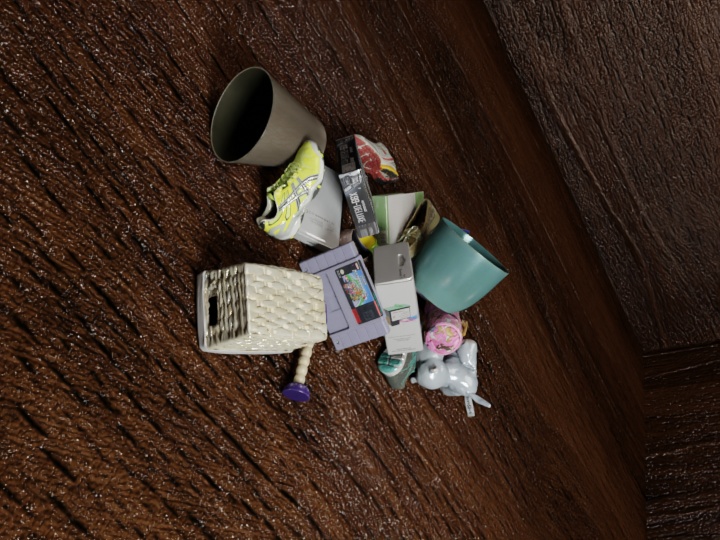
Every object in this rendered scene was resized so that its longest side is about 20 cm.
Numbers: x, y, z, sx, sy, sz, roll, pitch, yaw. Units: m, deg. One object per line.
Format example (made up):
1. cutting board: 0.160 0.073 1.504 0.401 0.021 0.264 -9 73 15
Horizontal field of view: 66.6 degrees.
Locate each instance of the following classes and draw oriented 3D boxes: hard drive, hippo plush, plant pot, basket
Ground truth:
1. hard drive: -0.098 -0.146 1.186 0.131 0.027 0.201 24 56 -34
2. hippo plush: 0.196 0.257 1.355 0.160 0.159 0.201 10 56 -22
3. plant pot: 0.217 0.001 1.285 0.200 0.161 0.201 37 14 -11
4. basket: -0.166 -0.276 1.073 0.136 0.181 0.200 37 16 26
5. basket: -0.162 0.066 0.937 0.199 0.123 0.137 12 66 -51

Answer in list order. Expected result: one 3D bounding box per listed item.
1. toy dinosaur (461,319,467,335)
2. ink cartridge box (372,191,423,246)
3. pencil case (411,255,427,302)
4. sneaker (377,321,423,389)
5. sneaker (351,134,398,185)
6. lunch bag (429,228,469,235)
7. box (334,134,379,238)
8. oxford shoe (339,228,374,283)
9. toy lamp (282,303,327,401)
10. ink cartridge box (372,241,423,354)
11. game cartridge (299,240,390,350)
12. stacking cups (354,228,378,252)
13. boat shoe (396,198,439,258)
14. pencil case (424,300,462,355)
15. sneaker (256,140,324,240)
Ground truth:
1. toy dinosaur: 0.263 0.198 1.524 0.106 0.060 0.200 -48 111 -24
2. ink cartridge box: 0.102 -0.127 1.412 0.200 0.048 0.147 -19 108 -56
3. pencil case: 0.170 0.028 1.431 0.200 0.091 0.083 40 82 -34
4. sneaker: 0.101 0.198 1.294 0.200 0.077 0.092 -51 132 -46
5. sneaker: 0.025 -0.294 1.405 0.200 0.077 0.083 30 47 -55
6. lunch bag: 0.257 -0.042 1.489 0.200 0.124 0.170 47 -1 7
7. box: -0.009 -0.191 1.223 0.201 0.049 0.158 -98 170 -57
8. oxford shoe: 0.000 0.000 1.228 0.201 0.073 0.071 61 37 -15
9. toy lamp: -0.102 0.143 1.043 0.058 0.058 0.201 41 45 -35
10. ink cartridge box: 0.082 0.060 1.208 0.145 0.083 0.201 -91 171 -54
11. game cartridge: -0.031 0.053 1.114 0.201 0.129 0.038 67 26 -6
12. stacking cups: 0.044 -0.016 1.313 0.200 0.060 0.061 55 38 -27
13. boat shoe: 0.136 -0.101 1.370 0.063 0.073 0.200 61 40 -28
14. pencil case: 0.198 0.128 1.336 0.086 0.083 0.200 20 19 0
15. sneaker: -0.132 -0.155 1.050 0.076 0.075 0.201 15 100 -46
